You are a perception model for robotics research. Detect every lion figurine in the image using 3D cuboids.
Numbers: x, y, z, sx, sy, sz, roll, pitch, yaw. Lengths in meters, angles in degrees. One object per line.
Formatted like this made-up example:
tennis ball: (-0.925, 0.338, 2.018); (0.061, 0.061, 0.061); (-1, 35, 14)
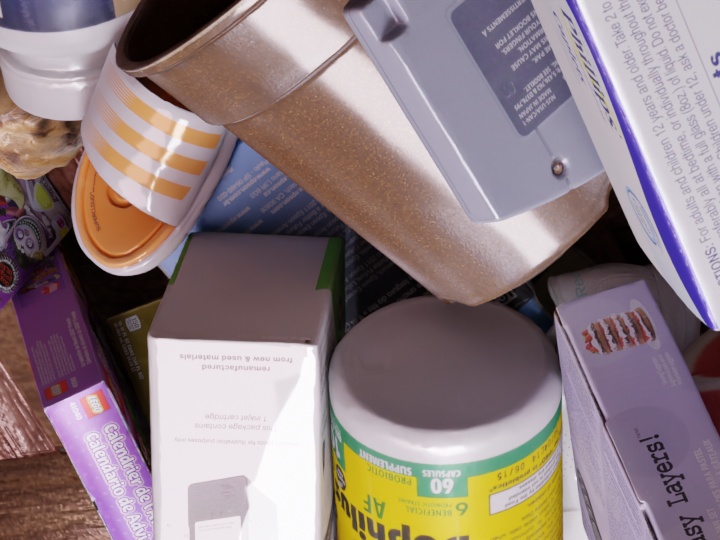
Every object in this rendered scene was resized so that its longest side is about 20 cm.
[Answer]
lion figurine: (-0.208, -0.137, 1.598); (0.072, 0.122, 0.200); (2, 112, 36)

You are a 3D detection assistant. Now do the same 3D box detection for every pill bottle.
pill bottle: (0.043, 0.121, 1.457); (0.113, 0.113, 0.200); (17, 132, 23)
pill bottle: (-0.154, -0.178, 1.499); (0.111, 0.111, 0.200); (16, 134, 24)

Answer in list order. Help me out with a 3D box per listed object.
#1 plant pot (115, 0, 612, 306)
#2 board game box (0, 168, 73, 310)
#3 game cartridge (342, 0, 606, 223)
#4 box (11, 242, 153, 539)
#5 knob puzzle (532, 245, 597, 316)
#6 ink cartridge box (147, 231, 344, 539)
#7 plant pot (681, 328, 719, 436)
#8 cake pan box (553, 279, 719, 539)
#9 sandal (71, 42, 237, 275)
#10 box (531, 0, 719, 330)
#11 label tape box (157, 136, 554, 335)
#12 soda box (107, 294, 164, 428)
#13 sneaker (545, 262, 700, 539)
plant pot: (0.025, -0.102, 1.393); (0.198, 0.200, 0.200); (43, 140, -18)
board game box: (-0.246, -0.070, 1.658); (0.032, 0.120, 0.200); (-11, 120, 42)
game cartridge: (0.095, -0.117, 1.312); (0.133, 0.200, 0.041); (56, 155, -17)
box: (-0.149, 0.079, 1.686); (0.039, 0.200, 0.137); (-25, 118, -2)
knob puzzle: (0.119, 0.110, 1.587); (0.220, 0.030, 0.220); (5, 110, 14)
ink cartridge box: (-0.054, 0.098, 1.472); (0.084, 0.146, 0.200); (2, 111, 4)
plant pot: (0.247, 0.096, 1.413); (0.200, 0.200, 0.177); (-20, 103, 45)
cake pan box: (0.146, 0.135, 1.359); (0.052, 0.200, 0.184); (-19, 140, -3)
sandal: (-0.092, -0.098, 1.482); (0.079, 0.059, 0.207); (34, 97, 29)
box: (0.186, -0.108, 1.242); (0.184, 0.200, 0.105); (64, 177, -26)
label tape box: (0.000, 0.000, 1.541); (0.143, 0.066, 0.200); (-38, 104, 18)
soda box: (-0.063, 0.102, 1.656); (0.068, 0.064, 0.200); (-20, 92, 36)
sneaker: (0.105, 0.084, 1.506); (0.088, 0.075, 0.200); (3, 115, -18)
